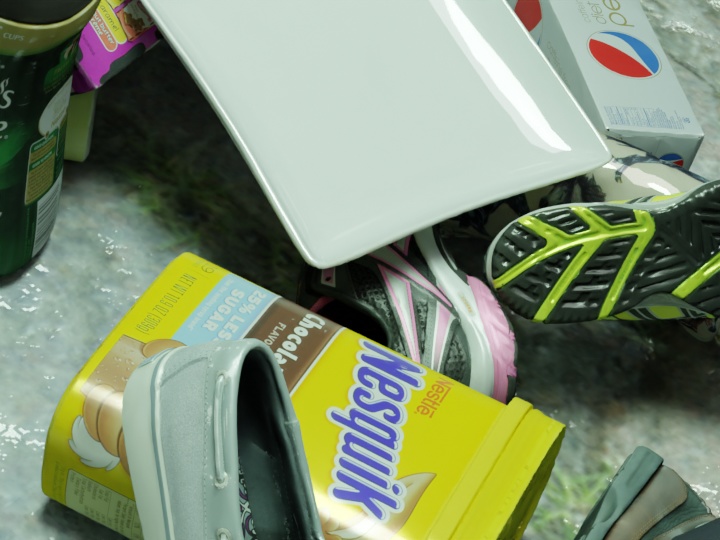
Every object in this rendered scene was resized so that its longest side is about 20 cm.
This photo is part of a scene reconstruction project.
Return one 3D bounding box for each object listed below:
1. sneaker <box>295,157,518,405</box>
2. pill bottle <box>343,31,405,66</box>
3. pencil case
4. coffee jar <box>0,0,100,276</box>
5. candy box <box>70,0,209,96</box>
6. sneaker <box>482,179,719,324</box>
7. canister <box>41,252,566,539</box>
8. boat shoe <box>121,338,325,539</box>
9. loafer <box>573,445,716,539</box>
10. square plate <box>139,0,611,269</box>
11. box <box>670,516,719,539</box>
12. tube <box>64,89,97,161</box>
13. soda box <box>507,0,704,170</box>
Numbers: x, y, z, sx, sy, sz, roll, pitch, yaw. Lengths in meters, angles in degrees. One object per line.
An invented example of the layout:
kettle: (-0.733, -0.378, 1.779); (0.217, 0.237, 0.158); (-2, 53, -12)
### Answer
sneaker: (0.000, 0.000, 1.172); (0.086, 0.081, 0.200); (-13, 45, -26)
pill bottle: (-0.008, -0.148, 1.310); (0.111, 0.113, 0.201); (11, 37, -10)
pencil case: (0.126, -0.029, 1.256); (0.199, 0.090, 0.078); (23, 11, 5)
coffee jar: (-0.185, -0.099, 1.114); (0.104, 0.201, 0.085); (23, 39, 6)
candy box: (-0.117, -0.199, 1.204); (0.200, 0.061, 0.137); (-41, 109, -29)
sneaker: (0.158, -0.011, 1.182); (0.198, 0.076, 0.076); (1, 3, -10)
canister: (-0.026, 0.087, 1.050); (0.199, 0.087, 0.149); (25, 44, 11)
boat shoe: (-0.040, 0.125, 0.938); (0.070, 0.071, 0.202); (-9, 82, -54)
loafer: (0.115, 0.151, 1.049); (0.063, 0.072, 0.200); (32, 39, 8)
square plate: (0.001, -0.102, 1.179); (0.197, 0.028, 0.201); (-20, 67, -34)
box: (0.147, 0.195, 0.937); (0.200, 0.104, 0.149); (-32, 89, -42)
tube: (-0.238, -0.100, 1.219); (0.198, 0.052, 0.058); (10, 7, -8)
soda box: (0.134, -0.120, 1.371); (0.063, 0.068, 0.201); (3, 42, -19)
